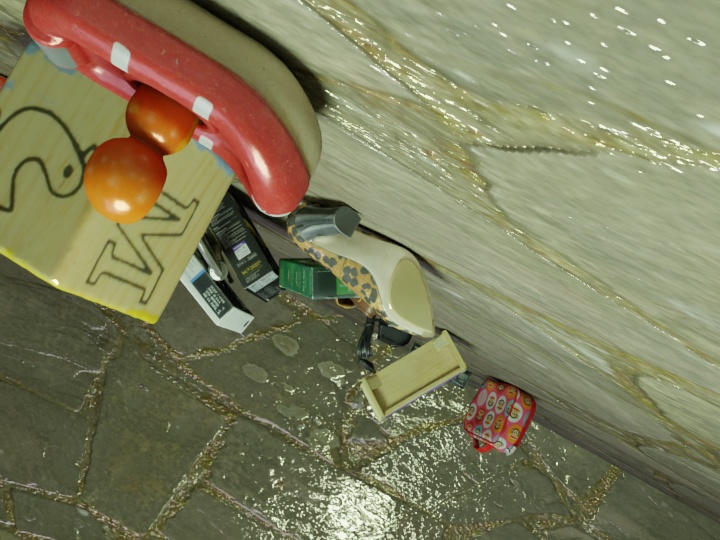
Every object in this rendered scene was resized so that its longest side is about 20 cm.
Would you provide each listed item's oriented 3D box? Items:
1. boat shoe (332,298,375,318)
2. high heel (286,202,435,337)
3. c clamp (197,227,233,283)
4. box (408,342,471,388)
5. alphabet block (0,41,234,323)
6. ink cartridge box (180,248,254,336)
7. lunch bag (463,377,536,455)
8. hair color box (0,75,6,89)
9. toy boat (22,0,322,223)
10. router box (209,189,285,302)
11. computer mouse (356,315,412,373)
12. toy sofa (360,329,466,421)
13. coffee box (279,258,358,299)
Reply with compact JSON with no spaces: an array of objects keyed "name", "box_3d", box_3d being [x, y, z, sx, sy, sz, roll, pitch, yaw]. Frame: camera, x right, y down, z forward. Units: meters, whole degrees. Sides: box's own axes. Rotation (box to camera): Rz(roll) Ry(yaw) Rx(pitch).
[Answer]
[{"name":"boat shoe","box_3d":[-0.027,0.023,1.236,0.071,0.069,0.198,33,173,-38]},{"name":"high heel","box_3d":[0.000,0.000,0.868,0.201,0.072,0.141,50,159,-24]},{"name":"c clamp","box_3d":[-0.217,-0.041,1.090,0.200,0.027,0.174,-128,13,-75]},{"name":"box","box_3d":[0.239,0.291,2.290,0.197,0.047,0.159,28,174,11]},{"name":"alphabet block","box_3d":[-0.286,-0.088,0.820,0.192,0.203,0.196,25,173,22]},{"name":"ink cartridge box","box_3d":[-0.246,0.008,1.171,0.199,0.043,0.200,49,175,9]},{"name":"lunch bag","box_3d":[0.334,0.367,1.863,0.081,0.179,0.200,29,174,-16]},{"name":"hair color box","box_3d":[-0.602,-0.290,1.336,0.197,0.062,0.101,26,174,33]},{"name":"toy boat","box_3d":[-0.124,-0.090,0.470,0.197,0.133,0.130,29,174,-7]},{"name":"router box","box_3d":[-0.180,-0.039,1.169,0.159,0.052,0.200,59,177,8]},{"name":"computer mouse","box_3d":[0.057,0.135,1.465,0.045,0.144,0.200,9,165,27]},{"name":"toy sofa","box_3d":[0.102,0.203,1.444,0.084,0.197,0.098,59,175,15]},{"name":"coffee box","box_3d":[-0.037,0.008,1.048,0.120,0.045,0.199,-2,-176,-20]}]
